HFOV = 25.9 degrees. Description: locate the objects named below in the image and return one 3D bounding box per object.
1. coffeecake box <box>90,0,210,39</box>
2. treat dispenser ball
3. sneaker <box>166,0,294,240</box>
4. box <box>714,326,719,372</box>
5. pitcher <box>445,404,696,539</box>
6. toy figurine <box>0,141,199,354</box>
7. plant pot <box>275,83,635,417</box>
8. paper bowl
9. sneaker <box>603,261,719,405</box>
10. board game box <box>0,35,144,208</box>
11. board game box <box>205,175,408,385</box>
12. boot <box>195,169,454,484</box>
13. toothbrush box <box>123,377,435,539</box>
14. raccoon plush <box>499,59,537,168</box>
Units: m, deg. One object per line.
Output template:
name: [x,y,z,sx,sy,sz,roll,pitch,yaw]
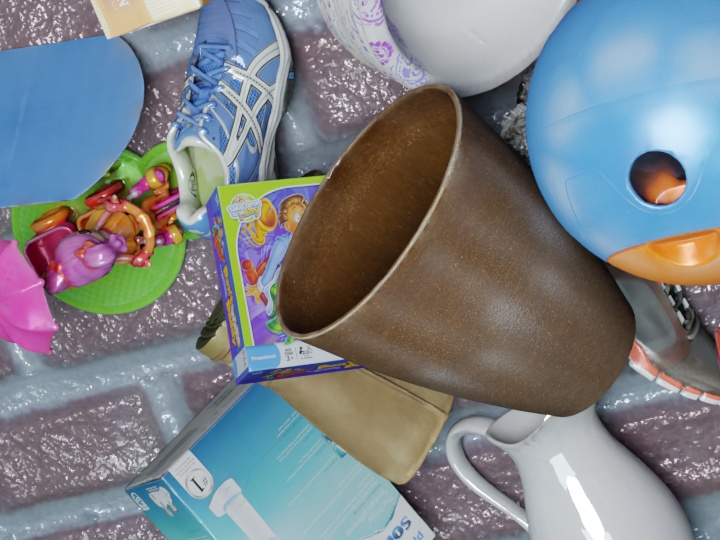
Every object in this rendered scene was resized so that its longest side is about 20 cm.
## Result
coffeecake box: [-0.137,-0.259,1.061,0.073,0.200,0.154,-16,107,18]
treat dispenser ball: [0.200,-0.092,0.953,0.200,0.201,0.201,4,112,11]
sneaker: [-0.099,-0.117,1.155,0.076,0.077,0.201,-1,91,31]
box: [0.364,0.076,1.110,0.199,0.100,0.096,-14,110,-2]
pitcher: [0.165,0.190,1.232,0.171,0.121,0.200,-19,104,48]
toy figurine: [-0.208,-0.011,1.186,0.200,0.184,0.150,-21,106,19]
plant pot: [0.079,0.009,1.033,0.200,0.187,0.187,32,116,-23]
paper bowl: [0.054,-0.225,1.053,0.104,0.200,0.201,34,123,44]
sneaker: [0.215,0.024,1.168,0.200,0.077,0.082,34,106,-4]
board game box: [-0.252,-0.101,1.200,0.199,0.158,0.039,-6,145,15]
board game box: [0.000,0.000,1.118,0.199,0.045,0.135,-7,76,-19]
boot: [-0.008,0.044,1.226,0.200,0.066,0.175,33,84,-18]
toothbrush box: [-0.062,0.193,1.247,0.200,0.146,0.085,49,149,-9]
raccoon plush: [0.163,-0.131,1.079,0.097,0.134,0.200,32,112,3]
